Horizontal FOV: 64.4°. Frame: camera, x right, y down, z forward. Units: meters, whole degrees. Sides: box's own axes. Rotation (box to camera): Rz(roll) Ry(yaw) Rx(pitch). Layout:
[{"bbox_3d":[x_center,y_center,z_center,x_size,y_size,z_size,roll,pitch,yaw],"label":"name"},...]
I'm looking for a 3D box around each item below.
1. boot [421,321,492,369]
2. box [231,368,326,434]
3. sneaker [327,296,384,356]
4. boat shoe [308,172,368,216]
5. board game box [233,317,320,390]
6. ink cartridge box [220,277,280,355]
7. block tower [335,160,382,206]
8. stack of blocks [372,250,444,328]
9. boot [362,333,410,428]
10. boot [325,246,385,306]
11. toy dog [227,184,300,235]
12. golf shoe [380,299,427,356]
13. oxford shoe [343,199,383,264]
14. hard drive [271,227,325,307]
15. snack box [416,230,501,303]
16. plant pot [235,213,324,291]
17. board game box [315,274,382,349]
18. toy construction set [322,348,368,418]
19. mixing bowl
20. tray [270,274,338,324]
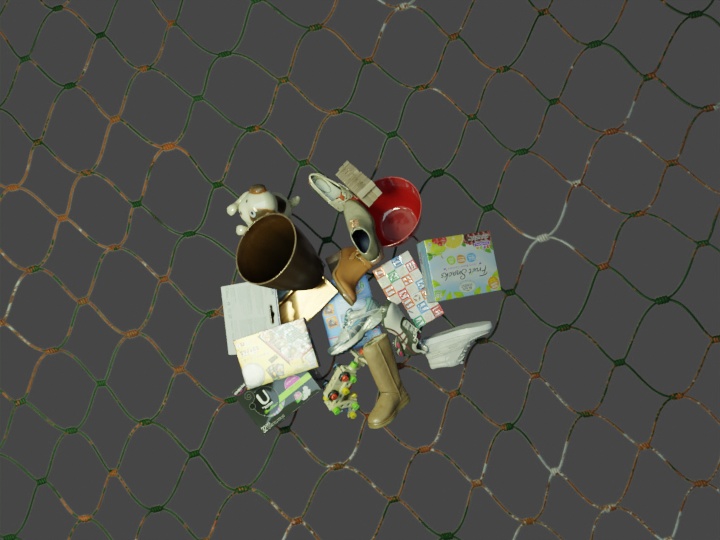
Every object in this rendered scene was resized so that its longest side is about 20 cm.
[{"bbox_3d":[0.275,0.208,1.579,0.199,0.074,0.096,-17,92,11],"label":"boot"},{"bbox_3d":[-0.218,0.321,1.571,0.200,0.124,0.149,-39,86,2],"label":"box"},{"bbox_3d":[-0.021,0.153,1.561,0.200,0.078,0.086,-40,81,-10],"label":"sneaker"},{"bbox_3d":[-0.062,-0.210,1.617,0.200,0.063,0.071,36,88,3],"label":"boat shoe"},{"bbox_3d":[-0.219,0.217,1.498,0.199,0.035,0.136,-18,84,4],"label":"board game box"},{"bbox_3d":[-0.292,0.129,1.588,0.199,0.041,0.201,-9,86,30],"label":"ink cartridge box"},{"bbox_3d":[-0.006,-0.236,1.550,0.054,0.200,0.058,-45,121,5],"label":"block tower"},{"bbox_3d":[0.132,0.060,1.593,0.115,0.059,0.201,-31,86,2],"label":"stack of blocks"},{"bbox_3d":[0.047,0.295,1.534,0.066,0.175,0.201,-13,102,38],"label":"boot"},{"bbox_3d":[0.000,0.000,1.561,0.155,0.200,0.077,-23,128,-2],"label":"boot"},{"bbox_3d":[-0.262,-0.158,1.558,0.193,0.200,0.140,-11,87,3],"label":"toy dog"},{"bbox_3d":[0.118,0.153,1.534,0.088,0.200,0.077,1,47,33],"label":"golf shoe"},{"bbox_3d":[0.000,-0.113,1.493,0.071,0.074,0.201,-34,62,13],"label":"oxford shoe"},{"bbox_3d":[-0.219,-0.009,1.632,0.200,0.033,0.140,-37,86,1],"label":"hard drive"},{"bbox_3d":[0.267,-0.010,1.556,0.199,0.068,0.170,-8,85,-15],"label":"snack box"},{"bbox_3d":[-0.185,-0.023,1.485,0.186,0.200,0.188,-12,66,28],"label":"plant pot"},{"bbox_3d":[-0.033,0.118,1.612,0.151,0.037,0.201,-14,88,3],"label":"board game box"},{"bbox_3d":[-0.034,0.308,1.557,0.131,0.092,0.201,16,97,-39],"label":"toy construction set"},{"bbox_3d":[0.089,-0.143,1.566,0.199,0.108,0.201,-8,70,23],"label":"mixing bowl"},{"bbox_3d":[-0.161,0.093,1.593,0.099,0.037,0.200,45,98,8],"label":"tray"}]
